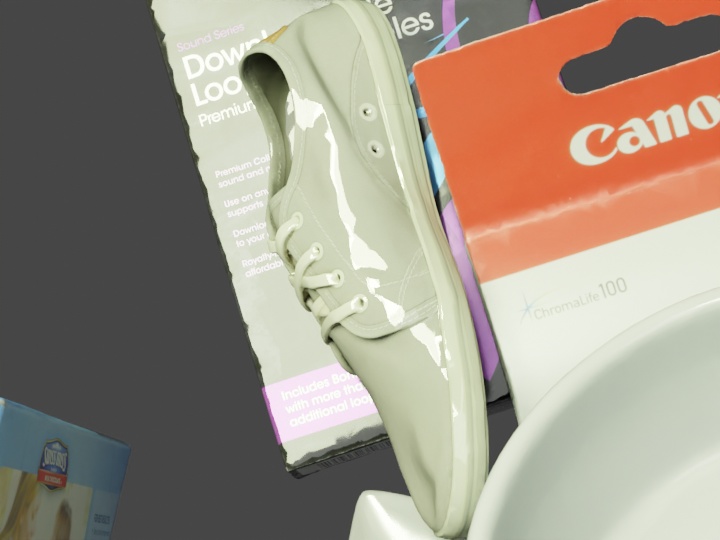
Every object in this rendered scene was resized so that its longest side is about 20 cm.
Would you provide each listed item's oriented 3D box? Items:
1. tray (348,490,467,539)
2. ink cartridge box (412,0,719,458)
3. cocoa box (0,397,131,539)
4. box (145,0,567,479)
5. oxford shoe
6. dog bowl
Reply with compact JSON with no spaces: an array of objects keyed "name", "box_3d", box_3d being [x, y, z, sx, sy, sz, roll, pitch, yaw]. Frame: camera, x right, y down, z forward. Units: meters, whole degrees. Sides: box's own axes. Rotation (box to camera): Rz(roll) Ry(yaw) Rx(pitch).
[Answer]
[{"name":"tray","box_3d":[0.084,0.151,0.813,0.200,0.022,0.108,14,114,8]},{"name":"ink cartridge box","box_3d":[0.122,0.001,0.801,0.160,0.047,0.200,-18,110,3]},{"name":"cocoa box","box_3d":[-0.169,0.100,0.781,0.131,0.200,0.134,12,83,7]},{"name":"box","box_3d":[0.012,-0.039,0.870,0.143,0.036,0.200,-18,79,2]},{"name":"oxford shoe","box_3d":[0.000,0.000,0.808,0.058,0.075,0.200,-10,73,-18]},{"name":"dog bowl","box_3d":[0.136,0.099,0.703,0.200,0.079,0.200,-14,45,14]}]
